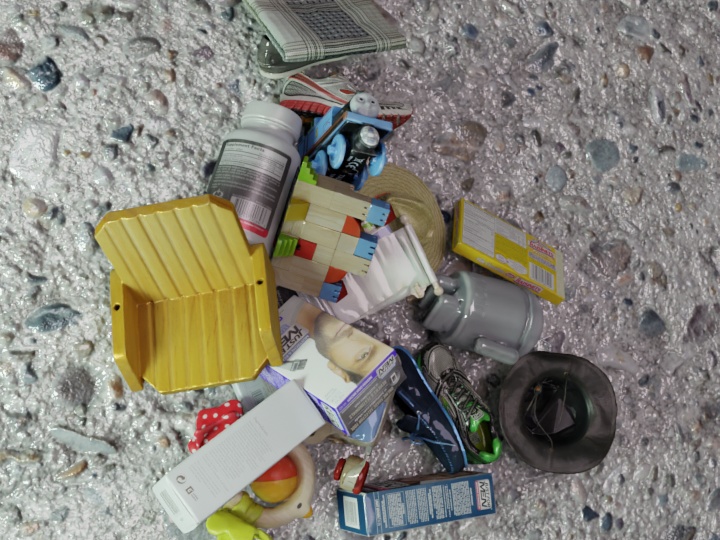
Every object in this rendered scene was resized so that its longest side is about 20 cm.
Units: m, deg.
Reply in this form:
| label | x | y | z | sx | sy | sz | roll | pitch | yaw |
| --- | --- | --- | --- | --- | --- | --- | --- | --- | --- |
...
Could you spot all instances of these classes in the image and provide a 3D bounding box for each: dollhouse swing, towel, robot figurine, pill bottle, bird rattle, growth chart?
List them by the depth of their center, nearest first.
| label | x | y | z | sx | sy | sz | roll | pitch | yaw |
| --- | --- | --- | --- | --- | --- | --- | --- | --- | --- |
| dollhouse swing | -0.214 | 0.034 | 1.160 | 0.200 | 0.176 | 0.182 | -9 | 68 | 3 |
| bird rattle | -0.142 | 0.269 | 1.259 | 0.163 | 0.113 | 0.200 | -2 | 72 | -22 |
| pill bottle | -0.145 | -0.123 | 1.294 | 0.111 | 0.111 | 0.200 | 22 | 75 | -20 |
| growth chart | 0.000 | 0.000 | 1.333 | 0.200 | 0.018 | 0.145 | -21 | 94 | -2 |
| towel | -0.057 | -0.363 | 1.345 | 0.192 | 0.035 | 0.200 | -13 | 47 | -24 |
| robot figurine | 0.186 | 0.067 | 1.412 | 0.200 | 0.113 | 0.170 | 15 | 43 | -22 |

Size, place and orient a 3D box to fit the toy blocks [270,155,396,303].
| label | x | y | z | sx | sy | sz | roll | pitch | yaw |
| --- | --- | --- | --- | --- | --- | --- | --- | --- | --- |
| toy blocks | -0.039 | -0.040 | 1.268 | 0.137 | 0.100 | 0.200 | 18 | 114 | -6 |

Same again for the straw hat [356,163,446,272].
| label | x | y | z | sx | sy | sz | roll | pitch | yaw |
| --- | --- | --- | --- | --- | --- | --- | --- | --- | --- |
| straw hat | 0.060 | -0.070 | 1.390 | 0.201 | 0.085 | 0.201 | 3 | 82 | -23 |

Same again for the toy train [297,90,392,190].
| label | x | y | z | sx | sy | sz | roll | pitch | yaw |
| --- | --- | --- | --- | --- | --- | --- | --- | --- | --- |
| toy train | -0.027 | -0.167 | 1.308 | 0.087 | 0.200 | 0.114 | 8 | 69 | -22 |

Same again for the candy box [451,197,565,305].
| label | x | y | z | sx | sy | sz | roll | pitch | yaw |
| --- | --- | --- | --- | --- | --- | --- | --- | --- | --- |
| candy box | 0.229 | -0.028 | 1.469 | 0.200 | 0.026 | 0.102 | 27 | 42 | -18 |

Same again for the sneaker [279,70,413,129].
| label | x | y | z | sx | sy | sz | roll | pitch | yaw |
| --- | --- | --- | --- | --- | --- | --- | --- | --- | --- |
| sneaker | -0.017 | -0.248 | 1.381 | 0.200 | 0.078 | 0.082 | 7 | 75 | -18 |

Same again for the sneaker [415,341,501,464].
| label | x | y | z | sx | sy | sz | roll | pitch | yaw |
| --- | --- | --- | --- | --- | --- | --- | --- | --- | --- |
| sneaker | 0.151 | 0.191 | 1.396 | 0.078 | 0.085 | 0.200 | -32 | 96 | -24 |

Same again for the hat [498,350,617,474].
| label | x | y | z | sx | sy | sz | roll | pitch | yaw |
| --- | --- | --- | --- | --- | --- | --- | --- | --- | --- |
| hat | 0.287 | 0.218 | 1.457 | 0.200 | 0.081 | 0.201 | 4 | 76 | -17 |

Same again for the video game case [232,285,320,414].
| label | x | y | z | sx | sy | sz | roll | pitch | yaw |
| --- | --- | --- | --- | --- | --- | --- | --- | --- | --- |
| video game case | -0.100 | 0.115 | 1.331 | 0.182 | 0.023 | 0.200 | -24 | 92 | -24 |

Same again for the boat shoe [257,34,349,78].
| label | x | y | z | sx | sy | sz | roll | pitch | yaw |
| --- | --- | --- | --- | --- | --- | --- | --- | --- | --- |
| boat shoe | -0.061 | -0.331 | 1.367 | 0.200 | 0.067 | 0.057 | -30 | 140 | -31 |

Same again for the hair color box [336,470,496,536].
| label | x | y | z | sx | sy | sz | roll | pitch | yaw |
| --- | --- | --- | --- | --- | --- | --- | --- | --- | --- |
| hair color box | 0.078 | 0.322 | 1.338 | 0.200 | 0.100 | 0.061 | -3 | 83 | -24 |

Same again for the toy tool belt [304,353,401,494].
| label | x | y | z | sx | sy | sz | roll | pitch | yaw |
| --- | --- | --- | --- | --- | --- | --- | --- | --- | --- |
| toy tool belt | -0.027 | 0.188 | 1.291 | 0.123 | 0.125 | 0.200 | 17 | 75 | 9 |

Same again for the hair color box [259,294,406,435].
| label | x | y | z | sx | sy | sz | roll | pitch | yaw |
| --- | --- | --- | --- | --- | --- | --- | --- | --- | --- |
| hair color box | -0.051 | 0.117 | 1.232 | 0.109 | 0.200 | 0.065 | -44 | 136 | -22 |

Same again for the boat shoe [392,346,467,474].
| label | x | y | z | sx | sy | sz | roll | pitch | yaw |
| --- | --- | --- | --- | --- | --- | --- | --- | --- | --- |
| boat shoe | 0.077 | 0.208 | 1.370 | 0.069 | 0.084 | 0.200 | -27 | 74 | -22 |

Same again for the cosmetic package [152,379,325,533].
| label | x | y | z | sx | sy | sz | roll | pitch | yaw |
| --- | --- | --- | --- | --- | --- | --- | --- | --- | --- |
| cosmetic package | -0.147 | 0.224 | 1.157 | 0.200 | 0.102 | 0.074 | -34 | 85 | -28 |
